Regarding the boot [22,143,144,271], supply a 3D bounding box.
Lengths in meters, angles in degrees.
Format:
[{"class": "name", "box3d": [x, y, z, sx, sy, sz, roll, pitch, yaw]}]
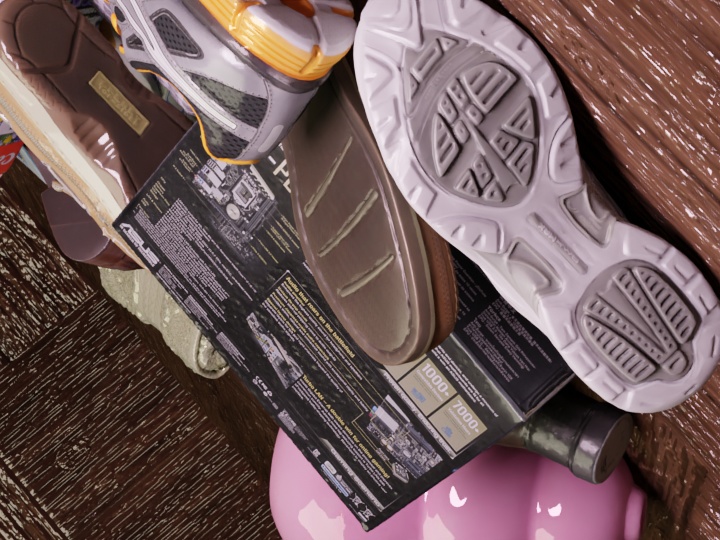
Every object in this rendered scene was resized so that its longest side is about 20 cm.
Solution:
[{"class": "boot", "box3d": [-0.126, -0.072, 1.392, 0.200, 0.064, 0.187, 15, -120, -62]}]

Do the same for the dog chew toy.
[{"class": "dog chew toy", "box3d": [0.055, 0.118, 1.292, 0.199, 0.125, 0.125, 7, 156, 13]}]

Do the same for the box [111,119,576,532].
[{"class": "box", "box3d": [0.000, 0.000, 1.117, 0.200, 0.086, 0.164, 50, 145, 3]}]

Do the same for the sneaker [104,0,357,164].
[{"class": "sneaker", "box3d": [-0.080, -0.123, 0.985, 0.200, 0.078, 0.077, 53, 131, 38]}]

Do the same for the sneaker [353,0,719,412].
[{"class": "sneaker", "box3d": [0.059, -0.029, 0.957, 0.200, 0.078, 0.099, 54, 175, -10]}]

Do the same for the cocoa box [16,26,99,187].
[{"class": "cocoa box", "box3d": [-0.205, -0.176, 1.421, 0.131, 0.133, 0.200, 39, 165, 51]}]

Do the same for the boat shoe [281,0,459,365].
[{"class": "boat shoe", "box3d": [0.006, -0.057, 1.001, 0.072, 0.068, 0.200, -41, 63, 47]}]

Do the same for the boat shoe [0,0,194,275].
[{"class": "boat shoe", "box3d": [-0.126, -0.055, 1.215, 0.076, 0.072, 0.200, -19, 112, 51]}]

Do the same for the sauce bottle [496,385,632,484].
[{"class": "sauce bottle", "box3d": [0.044, 0.051, 1.232, 0.200, 0.066, 0.066, 27, 161, 26]}]

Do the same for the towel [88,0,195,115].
[{"class": "towel", "box3d": [-0.105, -0.168, 1.143, 0.166, 0.086, 0.200, 49, 170, 5]}]

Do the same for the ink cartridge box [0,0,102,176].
[{"class": "ink cartridge box", "box3d": [-0.226, -0.109, 1.294, 0.109, 0.200, 0.050, 45, -150, 15]}]

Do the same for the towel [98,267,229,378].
[{"class": "towel", "box3d": [-0.121, -0.044, 1.537, 0.148, 0.036, 0.200, 37, 130, 42]}]

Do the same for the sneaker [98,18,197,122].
[{"class": "sneaker", "box3d": [-0.086, -0.111, 1.307, 0.075, 0.088, 0.200, 34, -147, -48]}]
